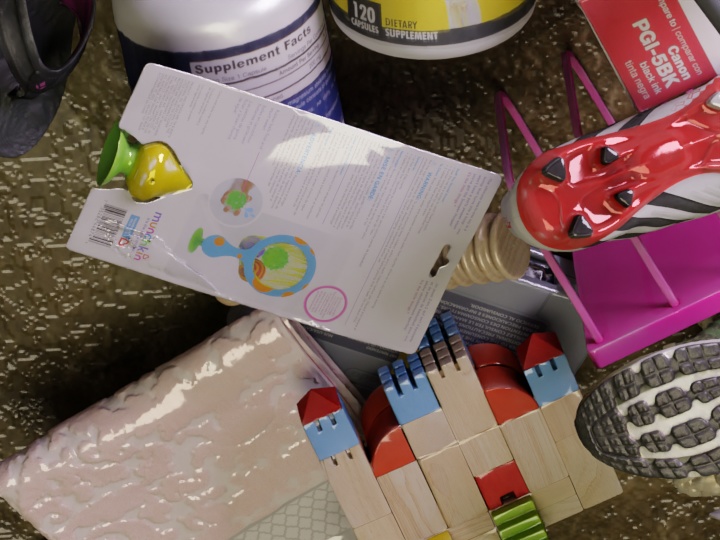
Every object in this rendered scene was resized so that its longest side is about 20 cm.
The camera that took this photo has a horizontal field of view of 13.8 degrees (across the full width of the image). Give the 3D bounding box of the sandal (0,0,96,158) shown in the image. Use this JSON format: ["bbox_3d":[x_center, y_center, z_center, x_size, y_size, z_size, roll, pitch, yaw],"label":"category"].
[{"bbox_3d":[-0.166,-0.151,1.545,0.075,0.048,0.202,4,109,-37],"label":"sandal"}]

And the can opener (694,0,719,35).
[{"bbox_3d":[0.146,-0.190,1.437,0.053,0.201,0.066,-36,160,10],"label":"can opener"}]

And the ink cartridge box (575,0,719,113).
[{"bbox_3d":[0.207,-0.186,1.523,0.199,0.147,0.083,-24,123,14],"label":"ink cartridge box"}]

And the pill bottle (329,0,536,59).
[{"bbox_3d":[0.033,-0.218,1.514,0.111,0.112,0.201,-4,124,0],"label":"pill bottle"}]

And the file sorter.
[{"bbox_3d":[0.184,-0.070,1.608,0.199,0.139,0.126,-26,118,14],"label":"file sorter"}]

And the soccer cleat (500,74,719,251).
[{"bbox_3d":[0.163,-0.057,1.502,0.199,0.085,0.069,-20,91,-14],"label":"soccer cleat"}]

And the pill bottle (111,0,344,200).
[{"bbox_3d":[-0.071,-0.116,1.576,0.110,0.111,0.201,-9,124,3],"label":"pill bottle"}]

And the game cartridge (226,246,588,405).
[{"bbox_3d":[0.031,0.027,1.710,0.199,0.041,0.133,19,127,-14],"label":"game cartridge"}]

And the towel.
[{"bbox_3d":[-0.084,0.124,1.732,0.199,0.032,0.191,-31,131,10],"label":"towel"}]

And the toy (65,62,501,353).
[{"bbox_3d":[-0.042,-0.039,1.538,0.199,0.047,0.116,15,118,-22],"label":"toy"}]

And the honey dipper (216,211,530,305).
[{"bbox_3d":[0.000,0.000,1.616,0.199,0.038,0.038,-10,128,34],"label":"honey dipper"}]

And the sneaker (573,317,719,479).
[{"bbox_3d":[0.207,0.049,1.600,0.199,0.089,0.077,-23,104,0],"label":"sneaker"}]

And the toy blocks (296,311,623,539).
[{"bbox_3d":[0.053,0.091,1.685,0.199,0.100,0.137,-23,118,3],"label":"toy blocks"}]

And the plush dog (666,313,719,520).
[{"bbox_3d":[0.241,0.035,1.691,0.199,0.160,0.173,-17,96,6],"label":"plush dog"}]
